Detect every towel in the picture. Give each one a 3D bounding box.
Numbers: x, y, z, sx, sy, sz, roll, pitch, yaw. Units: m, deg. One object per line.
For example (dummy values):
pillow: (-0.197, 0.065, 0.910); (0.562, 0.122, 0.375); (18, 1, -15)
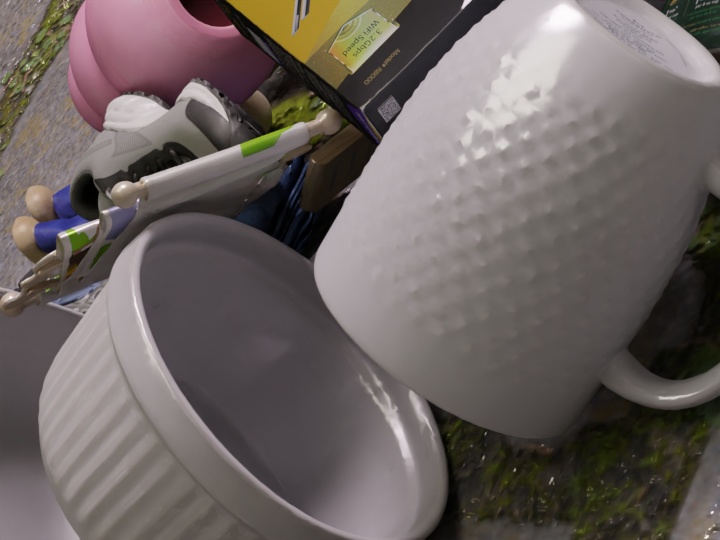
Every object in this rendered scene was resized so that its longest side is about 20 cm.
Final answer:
towel: (-0.074, -0.001, 1.192); (0.111, 0.049, 0.200); (-40, 13, 25)

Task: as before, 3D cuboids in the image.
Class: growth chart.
growth chart: (-0.106, -0.024, 1.066); (0.144, 0.018, 0.200); (-20, -7, -30)

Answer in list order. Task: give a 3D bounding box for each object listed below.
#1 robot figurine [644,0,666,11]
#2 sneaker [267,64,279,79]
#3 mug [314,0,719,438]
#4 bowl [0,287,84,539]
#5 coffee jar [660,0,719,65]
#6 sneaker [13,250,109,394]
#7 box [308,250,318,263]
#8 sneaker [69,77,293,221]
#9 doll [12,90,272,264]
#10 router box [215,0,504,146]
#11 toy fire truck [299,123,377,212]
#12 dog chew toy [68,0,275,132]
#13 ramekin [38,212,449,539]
robot figurine: (0.112, -0.143, 1.100); (0.168, 0.113, 0.201); (23, 71, 22)
sneaker: (-0.011, -0.172, 1.342); (0.199, 0.076, 0.089); (-20, 55, 47)
mug: (0.101, -0.022, 0.939); (0.176, 0.200, 0.147); (-58, -17, 24)
bowl: (-0.205, 0.115, 1.122); (0.074, 0.199, 0.202); (-29, 55, 42)
coffee jar: (0.213, -0.158, 1.015); (0.104, 0.085, 0.201); (-9, 50, 51)
sneaker: (-0.145, 0.009, 1.270); (0.074, 0.088, 0.201); (8, 48, 35)
box: (0.000, 0.000, 1.158); (0.200, 0.039, 0.041); (-47, 32, 5)
sneaker: (-0.105, -0.056, 1.178); (0.080, 0.074, 0.200); (-55, 23, -19)
doll: (-0.141, -0.064, 1.394); (0.199, 0.049, 0.137); (-26, 28, 23)
router box: (0.037, -0.169, 1.049); (0.200, 0.052, 0.157); (-45, 48, -5)
toy fire truck: (0.002, -0.143, 1.173); (0.127, 0.177, 0.201); (-14, 44, -6)
dog chew toy: (-0.127, -0.142, 1.309); (0.200, 0.124, 0.125); (-32, 30, 61)
ramekin: (-0.063, 0.081, 1.008); (0.105, 0.199, 0.201); (-44, 30, 25)
